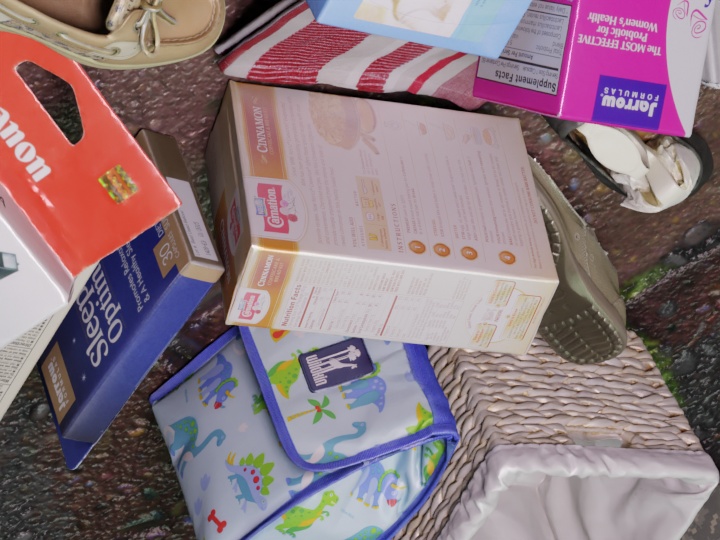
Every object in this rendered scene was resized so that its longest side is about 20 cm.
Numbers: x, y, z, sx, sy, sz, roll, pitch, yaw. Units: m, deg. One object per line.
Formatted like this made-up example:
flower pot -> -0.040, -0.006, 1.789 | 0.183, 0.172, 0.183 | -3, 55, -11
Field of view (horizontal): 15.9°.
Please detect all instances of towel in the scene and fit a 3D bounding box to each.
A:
towel -> 0.027, -0.139, 1.600 | 0.199, 0.023, 0.144 | 5, 163, -29

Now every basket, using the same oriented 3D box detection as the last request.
basket -> 0.123, 0.155, 1.917 | 0.197, 0.161, 0.200 | 4, 134, -29

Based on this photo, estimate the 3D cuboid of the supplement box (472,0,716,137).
supplement box -> 0.147, -0.188, 1.522 | 0.101, 0.103, 0.201 | 5, 99, -30

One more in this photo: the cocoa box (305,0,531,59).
cocoa box -> 0.049, -0.243, 1.457 | 0.133, 0.132, 0.201 | 8, 129, -32

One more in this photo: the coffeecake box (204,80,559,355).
coffeecake box -> 0.010, -0.034, 1.633 | 0.199, 0.154, 0.073 | 7, 134, -16

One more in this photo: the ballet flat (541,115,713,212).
ballet flat -> 0.185, -0.078, 1.760 | 0.068, 0.069, 0.200 | -41, 137, 20

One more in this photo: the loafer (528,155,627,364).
loafer -> 0.124, -0.018, 1.801 | 0.075, 0.069, 0.200 | -18, 127, 23

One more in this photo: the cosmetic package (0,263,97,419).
cosmetic package -> -0.251, 0.017, 1.653 | 0.105, 0.071, 0.200 | 12, 129, -34

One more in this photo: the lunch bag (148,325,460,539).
lunch bag -> -0.032, 0.107, 1.783 | 0.200, 0.171, 0.127 | -38, 139, 19

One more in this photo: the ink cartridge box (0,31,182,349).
ink cartridge box -> -0.231, -0.061, 1.522 | 0.173, 0.044, 0.200 | -33, 106, 13

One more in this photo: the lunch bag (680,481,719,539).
lunch bag -> 0.270, 0.272, 2.136 | 0.199, 0.140, 0.168 | -32, 156, 15

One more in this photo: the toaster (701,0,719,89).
toaster -> 0.269, -0.202, 1.633 | 0.199, 0.114, 0.129 | -20, 144, -8

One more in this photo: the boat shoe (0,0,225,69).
boat shoe -> -0.163, -0.160, 1.486 | 0.199, 0.074, 0.063 | 5, 174, -29

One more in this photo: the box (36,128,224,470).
box -> -0.164, 0.022, 1.662 | 0.032, 0.122, 0.200 | 12, 129, -35
